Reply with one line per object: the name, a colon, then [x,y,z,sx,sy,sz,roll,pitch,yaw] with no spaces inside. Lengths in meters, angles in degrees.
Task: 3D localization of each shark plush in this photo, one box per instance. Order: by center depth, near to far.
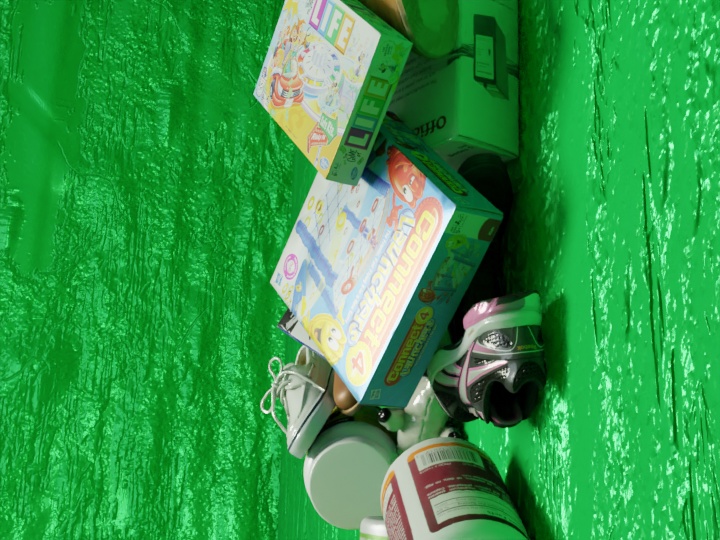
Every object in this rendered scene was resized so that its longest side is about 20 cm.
shark plush: [0.084,0.169,1.256,0.201,0.090,0.084,72,-146,-55]

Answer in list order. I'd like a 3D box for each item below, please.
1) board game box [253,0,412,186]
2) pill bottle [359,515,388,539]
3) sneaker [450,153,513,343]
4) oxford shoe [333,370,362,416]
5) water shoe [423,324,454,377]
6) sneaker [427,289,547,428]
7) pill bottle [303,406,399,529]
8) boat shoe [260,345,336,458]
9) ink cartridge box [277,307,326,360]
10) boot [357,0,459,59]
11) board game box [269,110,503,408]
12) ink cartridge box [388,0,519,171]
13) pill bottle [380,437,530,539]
board game box: [-0.032,-0.183,1.060,0.200,0.034,0.136,50,124,52]
pill bottle: [0.049,0.344,1.114,0.111,0.109,0.203,140,134,-78]
sneaker: [0.110,0.001,1.072,0.105,0.059,0.202,-97,11,-47]
oxford shoe: [-0.015,0.068,1.293,0.071,0.071,0.202,-31,41,38]
water shoe: [0.040,0.075,1.121,0.200,0.078,0.073,123,138,-77]
sneaker: [0.108,0.098,0.981,0.201,0.079,0.087,100,161,-64]
pill bottle: [-0.007,0.220,1.317,0.200,0.112,0.116,-84,-1,-86]
boat shoe: [-0.072,0.135,1.309,0.075,0.085,0.202,-57,5,24]
ink cartridge box: [0.000,0.000,1.243,0.094,0.044,0.201,28,83,46]
boot: [0.019,-0.233,1.087,0.144,0.070,0.203,-47,42,41]
board game box: [0.015,-0.017,1.038,0.196,0.055,0.202,48,121,46]
ink cartridge box: [0.076,-0.192,1.118,0.145,0.083,0.203,-17,66,51]
pill bottle: [0.083,0.231,0.943,0.200,0.112,0.116,-108,24,-69]
